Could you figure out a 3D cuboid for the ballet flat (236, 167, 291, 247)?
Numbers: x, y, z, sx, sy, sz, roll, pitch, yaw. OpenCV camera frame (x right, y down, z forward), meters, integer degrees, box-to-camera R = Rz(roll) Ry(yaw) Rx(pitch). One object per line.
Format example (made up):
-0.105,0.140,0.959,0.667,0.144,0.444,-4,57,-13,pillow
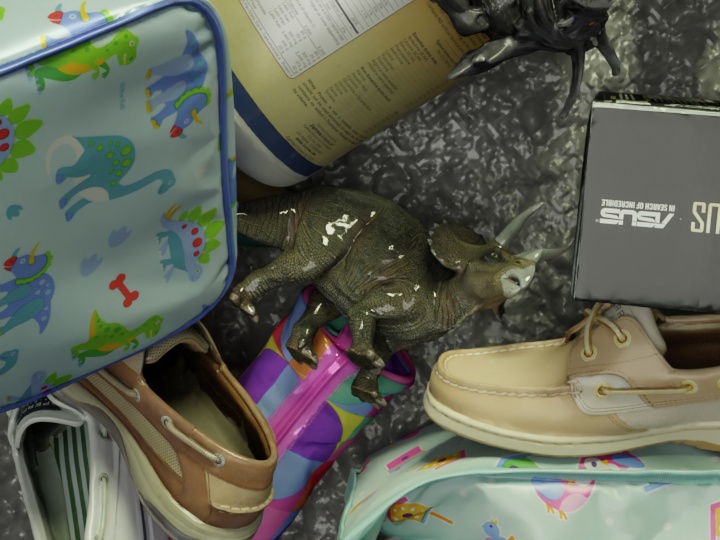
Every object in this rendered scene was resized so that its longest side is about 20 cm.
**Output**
-0.115,-0.046,0.811,0.199,0.069,0.063,1,84,8,ballet flat

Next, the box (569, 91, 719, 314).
0.185,-0.033,0.692,0.163,0.200,0.086,6,99,8,box

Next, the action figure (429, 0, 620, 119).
0.060,-0.157,0.606,0.119,0.102,0.200,-37,103,-12,action figure

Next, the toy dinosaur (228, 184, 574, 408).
0.000,0.000,0.744,0.200,0.077,0.102,23,66,30,toy dinosaur

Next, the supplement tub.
0.003,-0.148,0.734,0.200,0.144,0.145,-31,92,12,supplement tub

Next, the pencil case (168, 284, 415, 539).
-0.057,0.104,0.812,0.088,0.088,0.200,38,101,2,pencil case

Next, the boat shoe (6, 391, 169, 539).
-0.153,0.080,0.791,0.073,0.067,0.200,-34,61,19,boat shoe

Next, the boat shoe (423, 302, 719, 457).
0.129,0.041,0.684,0.199,0.074,0.069,0,114,2,boat shoe

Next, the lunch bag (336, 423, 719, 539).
0.086,0.130,0.746,0.199,0.170,0.122,-2,98,4,lunch bag

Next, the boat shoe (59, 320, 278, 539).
-0.105,0.047,0.754,0.200,0.076,0.072,48,127,20,boat shoe

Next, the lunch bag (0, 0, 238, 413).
-0.131,-0.040,0.645,0.160,0.200,0.082,-27,53,-24,lunch bag
